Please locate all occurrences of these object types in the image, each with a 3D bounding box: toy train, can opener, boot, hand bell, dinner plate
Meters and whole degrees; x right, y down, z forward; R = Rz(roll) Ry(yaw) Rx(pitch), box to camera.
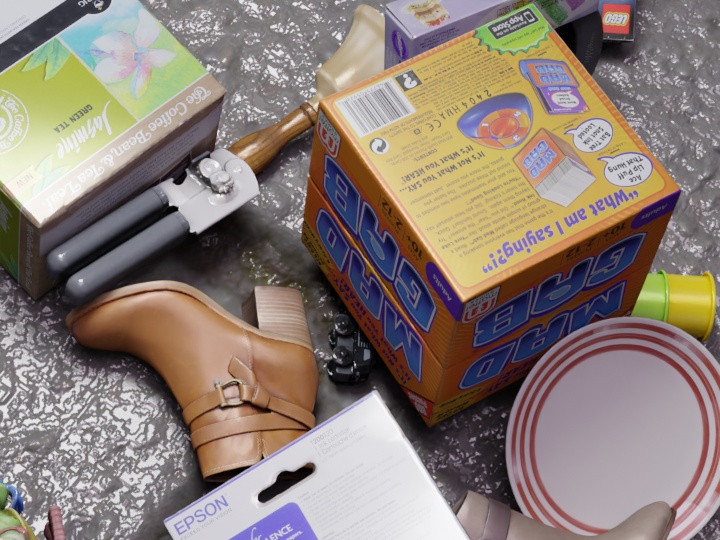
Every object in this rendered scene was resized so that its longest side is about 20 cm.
[{"bbox_3d":[0.000,0.000,1.691,0.046,0.034,0.201,7,62,-9],"label":"toy train"},{"bbox_3d":[-0.163,-0.033,1.627,0.200,0.067,0.053,-34,76,-33],"label":"can opener"},{"bbox_3d":[-0.130,0.093,1.606,0.199,0.077,0.156,2,67,-17],"label":"boot"},{"bbox_3d":[-0.048,-0.127,1.732,0.200,0.104,0.104,-37,74,-11],"label":"hand bell"},{"bbox_3d":[0.135,0.221,1.575,0.146,0.070,0.200,39,71,-2],"label":"boot"},{"bbox_3d":[0.208,0.136,1.625,0.199,0.024,0.202,-1,96,-13],"label":"dinner plate"}]

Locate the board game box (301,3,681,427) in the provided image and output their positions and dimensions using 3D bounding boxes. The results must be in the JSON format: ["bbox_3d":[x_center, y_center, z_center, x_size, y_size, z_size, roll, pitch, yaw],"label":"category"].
[{"bbox_3d":[0.093,-0.042,1.584,0.199,0.200,0.200,-26,65,-20],"label":"board game box"}]

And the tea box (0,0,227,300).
[{"bbox_3d":[-0.248,-0.124,1.650,0.200,0.134,0.197,-40,77,-25],"label":"tea box"}]

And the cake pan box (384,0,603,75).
[{"bbox_3d":[0.111,-0.170,1.711,0.199,0.185,0.052,-23,52,-23],"label":"cake pan box"}]

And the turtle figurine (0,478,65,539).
[{"bbox_3d":[-0.284,0.244,1.455,0.143,0.200,0.195,-31,73,13],"label":"turtle figurine"}]

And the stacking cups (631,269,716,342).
[{"bbox_3d":[0.194,0.023,1.700,0.199,0.061,0.061,5,62,-8],"label":"stacking cups"}]

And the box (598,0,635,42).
[{"bbox_3d":[0.149,-0.278,1.824,0.199,0.040,0.138,3,93,-10],"label":"box"}]

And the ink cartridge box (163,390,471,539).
[{"bbox_3d":[-0.019,0.222,1.531,0.197,0.043,0.200,-30,63,-4],"label":"ink cartridge box"}]
